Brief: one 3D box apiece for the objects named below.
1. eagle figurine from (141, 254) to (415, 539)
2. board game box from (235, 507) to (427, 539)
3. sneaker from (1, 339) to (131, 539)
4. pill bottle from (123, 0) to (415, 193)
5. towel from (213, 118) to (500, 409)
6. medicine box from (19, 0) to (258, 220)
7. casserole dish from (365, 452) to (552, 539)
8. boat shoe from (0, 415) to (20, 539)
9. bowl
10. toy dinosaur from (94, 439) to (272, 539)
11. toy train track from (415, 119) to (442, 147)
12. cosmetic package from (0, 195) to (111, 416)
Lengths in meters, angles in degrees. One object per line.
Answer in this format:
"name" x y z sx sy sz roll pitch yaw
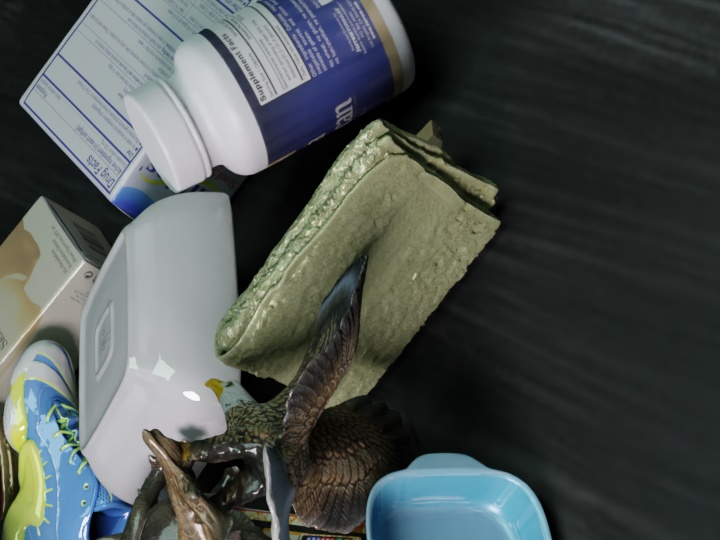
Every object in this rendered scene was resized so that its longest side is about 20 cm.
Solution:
"eagle figurine" -0.039 0.097 1.163 0.151 0.199 0.152 56 153 15
"board game box" -0.042 0.242 1.233 0.199 0.046 0.153 1 68 41
"sneaker" -0.217 0.150 1.419 0.104 0.076 0.202 -7 75 27
"pill bottle" -0.069 -0.139 1.361 0.199 0.111 0.111 -30 45 -12
"towel" 0.000 0.000 1.258 0.201 0.148 0.036 -54 43 8
"medicine box" -0.153 -0.154 1.498 0.200 0.103 0.182 -53 45 6
"casserole dish" 0.063 0.208 1.126 0.039 0.120 0.201 114 152 -53
"boat shoe" -0.298 0.211 1.452 0.074 0.066 0.201 -12 63 34
"bowl" -0.155 0.057 1.349 0.200 0.074 0.201 125 147 -50
"toy dinosaur" -0.132 0.180 1.258 0.199 0.077 0.103 -12 52 34
"toy train track" -0.002 -0.028 1.347 0.200 0.032 0.115 -45 23 24
"cosmetic package" -0.284 0.051 1.523 0.200 0.071 0.105 -50 46 8
